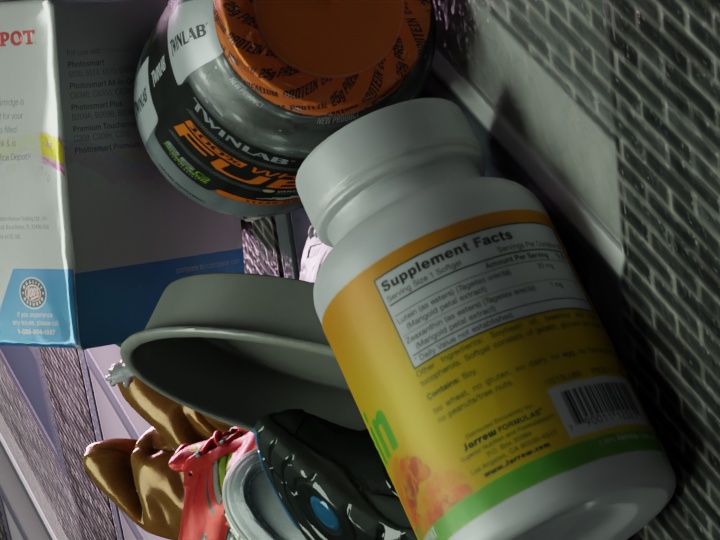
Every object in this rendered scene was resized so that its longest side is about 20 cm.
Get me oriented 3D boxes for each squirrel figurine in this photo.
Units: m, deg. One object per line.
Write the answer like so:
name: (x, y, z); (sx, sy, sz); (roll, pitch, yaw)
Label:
squirrel figurine: (-0.054, 0.100, 1.698); (0.200, 0.141, 0.187); (52, 150, 15)

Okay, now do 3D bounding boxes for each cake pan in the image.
cake pan: (-0.015, 0.049, 1.376); (0.200, 0.200, 0.037); (128, 157, -72)

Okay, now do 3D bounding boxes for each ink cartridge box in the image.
ink cartridge box: (-0.149, -0.066, 1.478); (0.128, 0.125, 0.200); (2, 96, 43)

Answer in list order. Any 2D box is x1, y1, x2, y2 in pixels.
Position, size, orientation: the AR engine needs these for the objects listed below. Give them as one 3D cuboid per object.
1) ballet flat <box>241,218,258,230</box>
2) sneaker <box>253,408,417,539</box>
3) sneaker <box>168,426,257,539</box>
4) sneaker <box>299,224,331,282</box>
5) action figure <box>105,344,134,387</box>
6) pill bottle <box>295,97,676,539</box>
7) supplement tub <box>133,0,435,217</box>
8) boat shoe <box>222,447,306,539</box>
ballet flat: (-0.054, -0.069, 1.554); (0.071, 0.071, 0.200); (68, 154, 12)
sneaker: (0.033, 0.111, 1.341); (0.200, 0.082, 0.073); (28, 149, 38)
sneaker: (-0.064, 0.108, 1.576); (0.085, 0.077, 0.200); (29, 100, 28)
sneaker: (0.000, 0.000, 1.448); (0.200, 0.076, 0.081); (117, 142, -68)
action figure: (-0.111, 0.031, 1.592); (0.200, 0.118, 0.055); (20, 125, 50)
pill bottle: (0.047, 0.030, 1.232); (0.111, 0.111, 0.200); (104, 144, -64)
supplement tub: (-0.036, -0.101, 1.343); (0.200, 0.122, 0.123); (139, 111, -74)
boat shoe: (0.018, 0.142, 1.413); (0.201, 0.070, 0.072); (30, 168, 14)
